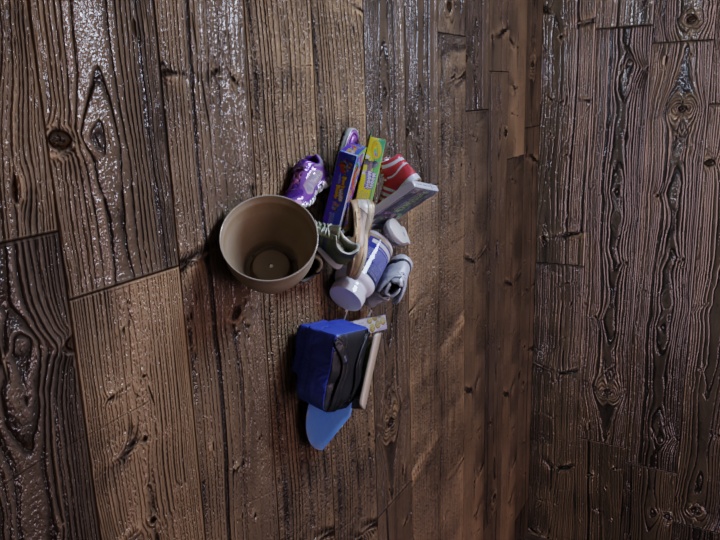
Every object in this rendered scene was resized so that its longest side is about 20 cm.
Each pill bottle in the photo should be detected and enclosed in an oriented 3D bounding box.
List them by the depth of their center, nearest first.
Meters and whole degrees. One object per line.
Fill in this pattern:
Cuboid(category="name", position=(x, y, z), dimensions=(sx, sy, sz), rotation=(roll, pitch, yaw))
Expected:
Cuboid(category="pill bottle", position=(0.000, 0.000, 1.809), dimensions=(0.202, 0.114, 0.117), rotation=(-62, 144, -34))

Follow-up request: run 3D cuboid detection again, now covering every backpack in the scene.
Cuboid(category="backpack", position=(-0.077, 0.227, 1.659), dimensions=(0.161, 0.166, 0.204), rotation=(-4, 105, -50))

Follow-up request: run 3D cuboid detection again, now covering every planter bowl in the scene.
Cuboid(category="planter bowl", position=(-0.186, -0.035, 1.422), dimensions=(0.135, 0.197, 0.203), rotation=(98, 14, -61))

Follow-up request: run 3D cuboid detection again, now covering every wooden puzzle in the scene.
Cuboid(category="wooden puzzle", position=(0.007, 0.257, 1.748), dimensions=(0.200, 0.037, 0.189), rotation=(117, -14, -77))

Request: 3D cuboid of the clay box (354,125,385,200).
Cuboid(category="clay box", position=(0.024, -0.260, 1.752), dimensions=(0.115, 0.047, 0.204), rotation=(-122, -135, -83))

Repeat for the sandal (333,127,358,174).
Cuboid(category="sandal", position=(-0.029, -0.269, 1.774), dimensions=(0.082, 0.049, 0.207), rotation=(11, 85, -60))

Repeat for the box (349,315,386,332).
Cuboid(category="box", position=(0.012, 0.148, 1.815), dimensions=(0.199, 0.038, 0.042), rotation=(-2, 81, -64))

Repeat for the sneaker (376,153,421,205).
Cuboid(category="sneaker", position=(0.073, -0.228, 1.851), dimensions=(0.071, 0.200, 0.113), rotation=(-23, 74, -46))

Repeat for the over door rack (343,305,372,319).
Cuboid(category="over door rack", position=(-0.018, 0.188, 1.861), dimensions=(0.147, 0.066, 0.204), rotation=(22, 76, -61))

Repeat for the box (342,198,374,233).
Cuboid(category="box", position=(-0.019, -0.137, 1.819), dimensions=(0.042, 0.038, 0.201), rotation=(89, 24, -49))

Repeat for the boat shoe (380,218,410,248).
Cuboid(category="boat shoe", position=(0.085, -0.096, 1.898), dimensions=(0.200, 0.068, 0.073), rotation=(-5, 73, -77))

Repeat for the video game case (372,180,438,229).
Cuboid(category="video game case", position=(0.094, -0.168, 1.803), dimensions=(0.024, 0.199, 0.181), rotation=(61, 24, 11))

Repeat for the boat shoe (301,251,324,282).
Cuboid(category="boat shoe", position=(-0.117, -0.017, 1.648), dimensions=(0.200, 0.064, 0.074), rotation=(-48, 134, -48))

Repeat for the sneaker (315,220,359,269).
Cuboid(category="sneaker", position=(-0.084, -0.088, 1.599), dimensions=(0.200, 0.089, 0.068), rotation=(41, 41, -26))

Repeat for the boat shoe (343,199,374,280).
Cuboid(category="boat shoe", position=(-0.018, -0.078, 1.689), dimensions=(0.068, 0.074, 0.204), rotation=(6, 102, -20))

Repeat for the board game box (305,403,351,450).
Cuboid(category="board game box", position=(-0.093, 0.357, 1.779), dimensions=(0.200, 0.038, 0.160), rotation=(-44, 132, -42))

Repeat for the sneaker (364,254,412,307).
Cuboid(category="sneaker", position=(0.063, 0.052, 1.856), dimensions=(0.075, 0.200, 0.116), rotation=(35, 34, -12))

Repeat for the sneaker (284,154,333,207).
Cuboid(category="sneaker", position=(-0.133, -0.205, 1.581), dimensions=(0.201, 0.079, 0.090), rotation=(-55, 135, -50))

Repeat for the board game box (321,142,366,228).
Cuboid(category="board game box", position=(-0.041, -0.199, 1.670), dimensions=(0.135, 0.044, 0.203), rotation=(-61, 167, -68))
